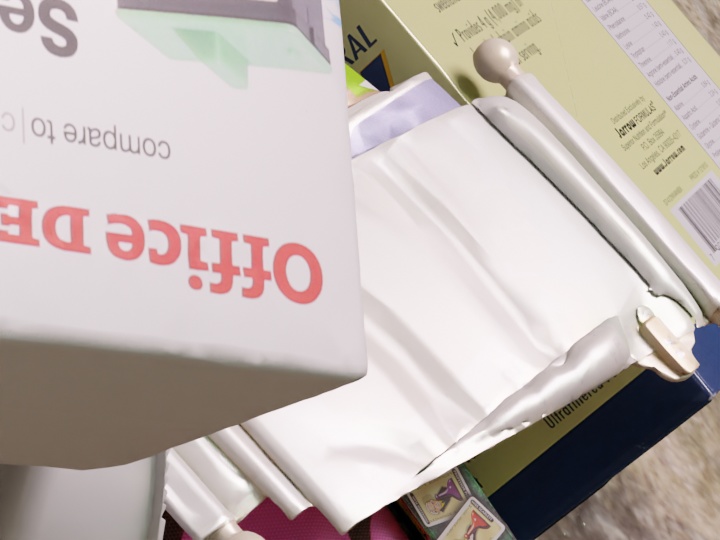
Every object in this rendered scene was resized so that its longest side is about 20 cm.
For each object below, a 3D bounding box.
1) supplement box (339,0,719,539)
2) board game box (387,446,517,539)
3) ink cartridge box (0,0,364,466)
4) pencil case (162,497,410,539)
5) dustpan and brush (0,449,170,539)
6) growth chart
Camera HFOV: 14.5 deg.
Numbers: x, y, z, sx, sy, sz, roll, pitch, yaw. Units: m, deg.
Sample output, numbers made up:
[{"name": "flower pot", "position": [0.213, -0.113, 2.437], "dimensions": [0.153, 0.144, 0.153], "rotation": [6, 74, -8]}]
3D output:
[{"name": "supplement box", "position": [0.030, -0.028, 0.922], "dimensions": [0.200, 0.134, 0.200], "rotation": [50, 27, 2]}, {"name": "board game box", "position": [0.060, 0.125, 0.799], "dimensions": [0.201, 0.023, 0.105], "rotation": [55, -10, -9]}, {"name": "ink cartridge box", "position": [-0.082, -0.071, 0.549], "dimensions": [0.144, 0.084, 0.201], "rotation": [8, 71, -43]}, {"name": "pencil case", "position": [-0.026, 0.093, 0.746], "dimensions": [0.093, 0.091, 0.200], "rotation": [-34, 80, -26]}, {"name": "dustpan and brush", "position": [-0.085, 0.077, 0.668], "dimensions": [0.057, 0.139, 0.201], "rotation": [8, 72, -43]}, {"name": "growth chart", "position": [0.000, 0.000, 0.745], "dimensions": [0.199, 0.018, 0.145], "rotation": [-22, 64, -32]}]
